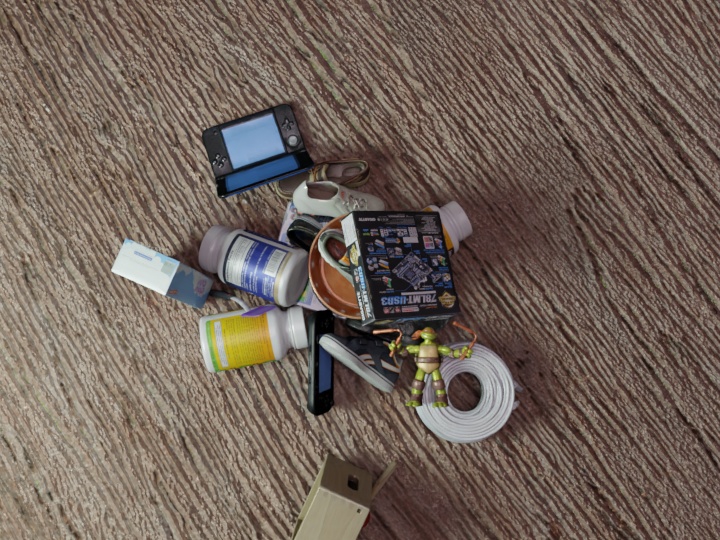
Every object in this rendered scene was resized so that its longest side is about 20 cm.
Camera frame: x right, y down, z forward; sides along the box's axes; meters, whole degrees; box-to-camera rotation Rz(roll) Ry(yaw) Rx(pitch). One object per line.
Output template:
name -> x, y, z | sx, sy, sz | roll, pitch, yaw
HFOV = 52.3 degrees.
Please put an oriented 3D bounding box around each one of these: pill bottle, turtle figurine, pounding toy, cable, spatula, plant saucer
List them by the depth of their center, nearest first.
pounding toy -> -0.030, 0.449, 1.384 | 0.141, 0.200, 0.186 | 25, 98, 0
plant saucer -> 0.000, -0.010, 1.395 | 0.198, 0.032, 0.203 | 0, 91, 7
turtle figurine -> 0.120, 0.177, 1.404 | 0.198, 0.064, 0.163 | 2, 84, 1
spatula -> -0.237, 0.061, 1.418 | 0.056, 0.199, 0.021 | -23, 119, -39
pill bottle -> -0.207, -0.015, 1.427 | 0.198, 0.116, 0.117 | 20, 83, 16
pill bottle -> -0.204, 0.127, 1.429 | 0.198, 0.111, 0.112 | -10, 85, -4
cable -> 0.207, 0.243, 1.460 | 0.200, 0.069, 0.200 | -43, 88, -6
pill bottle -> 0.120, -0.056, 1.467 | 0.199, 0.109, 0.110 | -31, 86, -5

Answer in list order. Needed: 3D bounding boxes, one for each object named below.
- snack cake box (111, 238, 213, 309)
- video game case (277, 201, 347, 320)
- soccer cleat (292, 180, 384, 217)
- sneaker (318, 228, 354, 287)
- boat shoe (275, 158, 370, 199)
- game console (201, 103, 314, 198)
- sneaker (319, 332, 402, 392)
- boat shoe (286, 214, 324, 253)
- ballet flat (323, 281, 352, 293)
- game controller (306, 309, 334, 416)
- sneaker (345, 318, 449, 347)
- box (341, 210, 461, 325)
snack cake box -> -0.365, 0.010, 1.380 | 0.114, 0.200, 0.068 | 22, 83, 9
video game case -> -0.087, -0.020, 1.496 | 0.180, 0.022, 0.202 | 16, 84, -1
soccer cleat -> -0.036, -0.137, 1.457 | 0.198, 0.078, 0.070 | 4, 60, -23
sneaker -> 0.000, 0.000, 1.340 | 0.200, 0.079, 0.074 | 38, 93, 3
boat shoe -> -0.077, -0.192, 1.488 | 0.198, 0.072, 0.073 | -8, 84, -3
game console -> -0.208, -0.242, 1.464 | 0.198, 0.118, 0.172 | -19, 86, -5
sneaker -> 0.004, 0.158, 1.429 | 0.200, 0.078, 0.080 | 40, 72, -35
boat shoe -> -0.059, -0.035, 1.447 | 0.199, 0.057, 0.069 | 33, 127, 6
ballet flat -> 0.012, 0.044, 1.443 | 0.198, 0.062, 0.068 | 13, 103, 8
game controller -> -0.076, 0.178, 1.430 | 0.042, 0.104, 0.203 | 0, 89, 10
sneaker -> 0.076, 0.098, 1.476 | 0.198, 0.060, 0.105 | 20, 77, 0
box -> 0.075, -0.007, 1.316 | 0.198, 0.050, 0.201 | -3, 75, -33
